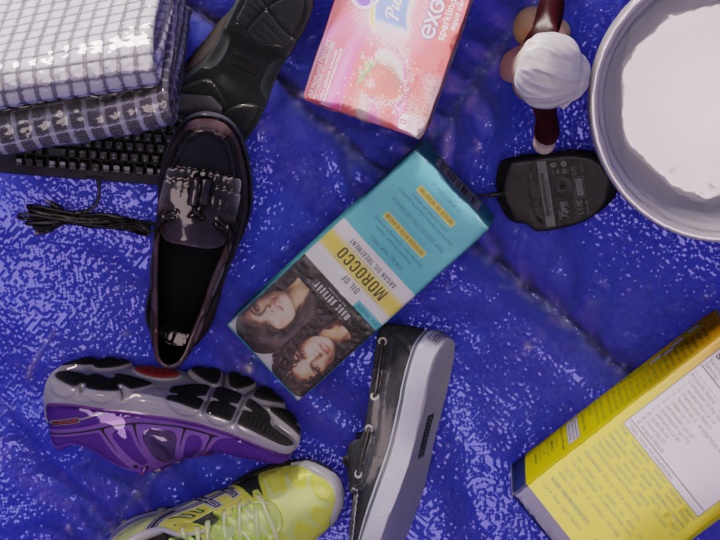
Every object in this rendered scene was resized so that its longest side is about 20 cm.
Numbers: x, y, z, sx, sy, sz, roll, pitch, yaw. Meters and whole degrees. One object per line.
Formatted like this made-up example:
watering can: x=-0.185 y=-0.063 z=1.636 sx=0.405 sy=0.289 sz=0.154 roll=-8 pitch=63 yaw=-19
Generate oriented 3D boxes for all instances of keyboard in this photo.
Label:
keyboard: x=-0.198 y=-0.078 z=1.653 sx=0.199 sy=0.021 sz=0.128 roll=5 pitch=118 yaw=10

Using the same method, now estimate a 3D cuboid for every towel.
towel: x=-0.207 y=-0.161 z=1.588 sx=0.165 sy=0.200 sz=0.086 roll=-10 pitch=125 yaw=9

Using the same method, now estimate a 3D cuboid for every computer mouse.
computer mouse: x=0.095 y=-0.058 z=1.661 sx=0.199 sy=0.034 sz=0.059 roll=-5 pitch=103 yaw=10

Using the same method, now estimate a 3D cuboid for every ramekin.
ramekin: x=0.263 y=-0.125 z=1.602 sx=0.199 sy=0.105 sz=0.201 roll=0 pitch=97 yaw=3

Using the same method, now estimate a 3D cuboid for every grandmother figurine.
grandmother figurine: x=0.129 y=-0.143 z=1.559 sx=0.060 sy=0.200 sz=0.122 roll=-8 pitch=96 yaw=4

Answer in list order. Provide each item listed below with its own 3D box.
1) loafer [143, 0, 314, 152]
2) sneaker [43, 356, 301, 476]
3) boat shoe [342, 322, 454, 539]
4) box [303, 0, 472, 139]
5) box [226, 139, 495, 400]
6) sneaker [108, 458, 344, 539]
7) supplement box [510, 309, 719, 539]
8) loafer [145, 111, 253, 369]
loafer: x=-0.094 y=-0.151 z=1.643 sx=0.072 sy=0.063 sz=0.200 roll=33 pitch=116 yaw=-11
sneaker: x=-0.143 y=0.120 z=1.682 sx=0.199 sy=0.081 sz=0.084 roll=9 pitch=114 yaw=9
boat shoe: x=0.019 y=0.136 z=1.672 sx=0.056 sy=0.069 sz=0.201 roll=18 pitch=96 yaw=21
box: x=0.035 y=-0.205 z=1.608 sx=0.094 sy=0.103 sz=0.201 roll=19 pitch=98 yaw=1
box: x=0.000 y=0.000 z=1.647 sx=0.200 sy=0.049 sz=0.082 roll=-43 pitch=93 yaw=15
sneaker: x=-0.105 y=0.203 z=1.669 sx=0.199 sy=0.076 sz=0.076 roll=-23 pitch=95 yaw=12
supplement box: x=0.221 y=0.136 z=1.633 sx=0.200 sy=0.110 sz=0.109 roll=-38 pitch=93 yaw=7
loafer: x=-0.121 y=-0.017 z=1.624 sx=0.072 sy=0.063 sz=0.201 roll=10 pitch=121 yaw=-4
